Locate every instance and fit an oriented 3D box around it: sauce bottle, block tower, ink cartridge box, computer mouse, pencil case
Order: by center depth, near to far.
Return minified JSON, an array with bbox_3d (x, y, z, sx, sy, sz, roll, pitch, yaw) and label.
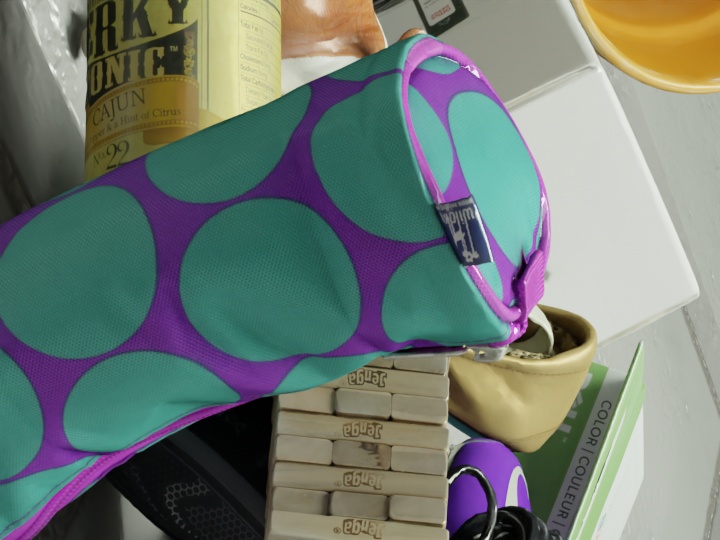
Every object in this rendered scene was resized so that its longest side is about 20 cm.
[{"bbox_3d":[-0.047,0.011,0.768,0.093,0.199,0.085,67,18,-2],"label":"pencil case"},{"bbox_3d":[0.000,0.026,0.850,0.200,0.054,0.058,-87,-178,-47],"label":"block tower"},{"bbox_3d":[-0.057,-0.086,0.867,0.065,0.064,0.201,32,52,-62],"label":"sauce bottle"},{"bbox_3d":[-0.039,0.065,0.879,0.200,0.053,0.138,46,41,11],"label":"computer mouse"},{"bbox_3d":[0.070,0.094,1.085,0.200,0.059,0.104,75,37,-71],"label":"ink cartridge box"},{"bbox_3d":[0.062,-0.077,1.162,0.146,0.084,0.200,60,6,-42],"label":"ink cartridge box"}]

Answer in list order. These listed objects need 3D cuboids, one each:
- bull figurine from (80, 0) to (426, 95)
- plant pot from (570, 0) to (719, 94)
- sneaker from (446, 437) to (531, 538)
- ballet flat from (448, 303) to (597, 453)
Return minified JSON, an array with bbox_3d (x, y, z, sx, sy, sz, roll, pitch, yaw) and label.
[{"bbox_3d":[-0.040,-0.124,0.980,0.121,0.065,0.201,4,69,-36],"label":"bull figurine"},{"bbox_3d":[0.140,-0.213,1.343,0.183,0.200,0.201,42,-17,53],"label":"plant pot"},{"bbox_3d":[0.070,0.155,0.921,0.070,0.099,0.201,37,50,-67],"label":"sneaker"},{"bbox_3d":[0.000,0.000,0.969,0.200,0.063,0.069,27,26,-26],"label":"ballet flat"}]
